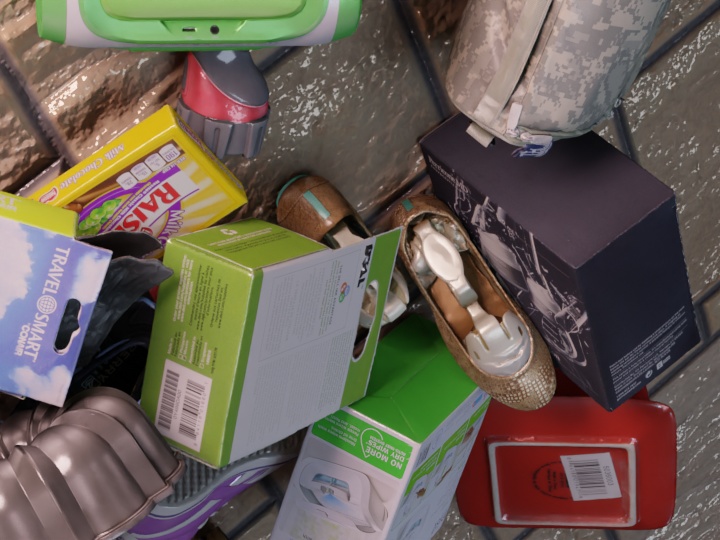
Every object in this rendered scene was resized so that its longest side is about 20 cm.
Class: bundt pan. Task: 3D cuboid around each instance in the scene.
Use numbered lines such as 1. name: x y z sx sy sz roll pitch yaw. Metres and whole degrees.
1. bundt pan: -0.217 0.140 1.262 0.201 0.202 0.076 -30 102 -22

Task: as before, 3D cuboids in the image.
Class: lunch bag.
1. lunch bag: 0.145 -0.195 1.400 0.168 0.139 0.201 -38 154 -61

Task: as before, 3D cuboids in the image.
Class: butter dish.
1. butter dish: 0.185 0.133 1.746 0.198 0.148 0.200 1 139 9

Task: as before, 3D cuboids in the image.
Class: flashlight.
1. flashlight: -0.080 -0.176 1.309 0.068 0.068 0.201 -24 136 -49

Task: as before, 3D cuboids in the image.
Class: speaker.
1. speaker: -0.102 -0.183 1.218 0.199 0.089 0.089 -2 125 -12

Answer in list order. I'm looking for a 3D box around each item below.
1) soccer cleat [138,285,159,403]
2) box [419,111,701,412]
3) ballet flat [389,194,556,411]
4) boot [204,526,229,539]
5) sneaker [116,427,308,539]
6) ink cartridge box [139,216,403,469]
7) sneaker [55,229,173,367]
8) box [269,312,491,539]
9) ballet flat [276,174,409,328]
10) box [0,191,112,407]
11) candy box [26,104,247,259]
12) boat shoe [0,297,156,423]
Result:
1. soccer cleat: -0.174 0.093 1.448 0.073 0.068 0.200 30 108 -21
2. box: 0.159 -0.023 1.544 0.104 0.200 0.183 -35 138 -15
3. ballet flat: 0.086 0.029 1.534 0.070 0.200 0.065 -37 180 2
4. boot: -0.167 0.326 1.627 0.200 0.066 0.176 -33 137 -16
5. sneaker: -0.116 0.160 1.555 0.200 0.073 0.114 -23 154 -36
6. ink cartridge box: -0.062 0.040 1.390 0.200 0.076 0.149 -19 126 -57
7. sneaker: -0.221 0.046 1.310 0.104 0.060 0.200 19 120 -33
8. box: 0.022 0.158 1.581 0.200 0.096 0.177 -38 151 -60
9. ballet flat: 0.000 0.000 1.515 0.068 0.072 0.200 -43 140 -9
10. box: -0.266 0.002 1.217 0.199 0.048 0.122 16 113 -12
11. candy box: -0.184 -0.026 1.320 0.200 0.026 0.102 -33 143 9
12. boat shoe: -0.210 0.103 1.385 0.084 0.069 0.200 29 109 -11
